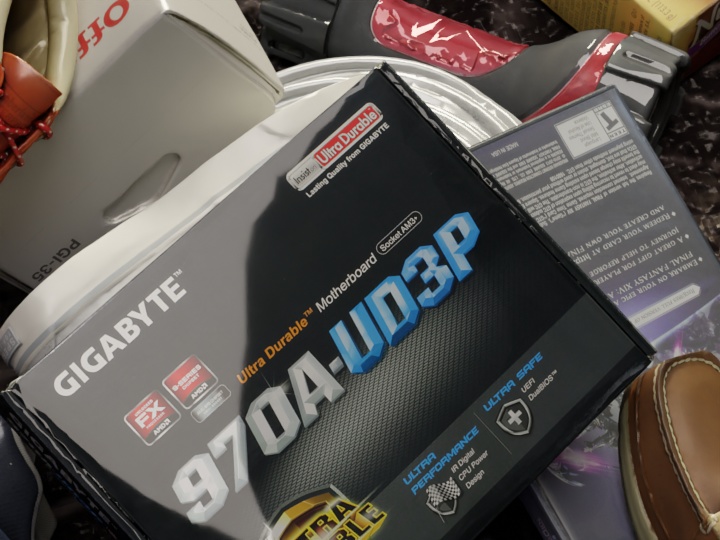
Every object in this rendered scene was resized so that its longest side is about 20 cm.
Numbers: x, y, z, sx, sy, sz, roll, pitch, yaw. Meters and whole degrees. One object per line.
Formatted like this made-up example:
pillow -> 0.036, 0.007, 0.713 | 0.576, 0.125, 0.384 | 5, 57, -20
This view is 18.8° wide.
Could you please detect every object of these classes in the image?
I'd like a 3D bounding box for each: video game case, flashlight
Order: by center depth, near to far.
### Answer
video game case -> 0.102, 0.032, 0.903 | 0.143, 0.019, 0.200 | -25, 82, -32
flashlight -> 0.052, -0.107, 1.026 | 0.200, 0.068, 0.068 | 25, 61, 15

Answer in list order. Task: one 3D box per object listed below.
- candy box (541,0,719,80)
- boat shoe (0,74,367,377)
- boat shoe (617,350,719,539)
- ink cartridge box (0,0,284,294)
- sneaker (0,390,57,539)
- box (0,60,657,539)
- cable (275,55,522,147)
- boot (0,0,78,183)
candy box -> 0.122, -0.189, 1.087 | 0.117, 0.057, 0.200 | -35, 64, -21
boat shoe -> -0.052, -0.006, 0.884 | 0.200, 0.072, 0.069 | -36, 83, -28
boat shoe -> 0.168, 0.122, 0.841 | 0.076, 0.074, 0.200 | -16, 75, -31
ink cartridge box -> -0.138, -0.108, 0.965 | 0.146, 0.083, 0.200 | -41, 47, 14
sneaker -> -0.217, 0.081, 0.892 | 0.202, 0.077, 0.146 | 43, 77, 15
box -> -0.011, 0.043, 0.825 | 0.200, 0.046, 0.159 | -42, 87, -19
cable -> 0.000, 0.000, 0.957 | 0.200, 0.069, 0.200 | 29, 61, 20
boot -> -0.170, -0.043, 0.852 | 0.107, 0.075, 0.200 | -6, 64, 32
